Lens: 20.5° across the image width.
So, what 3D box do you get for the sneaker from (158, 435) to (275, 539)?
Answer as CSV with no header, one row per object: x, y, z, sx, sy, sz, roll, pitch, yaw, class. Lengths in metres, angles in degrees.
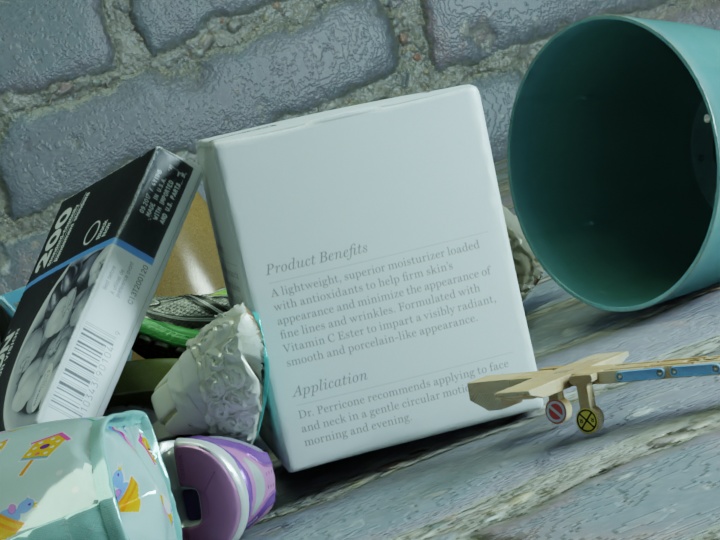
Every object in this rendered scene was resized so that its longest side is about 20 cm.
-0.129,0.135,1.151,0.198,0.081,0.088,-10,3,31,sneaker

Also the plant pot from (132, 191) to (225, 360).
-0.164,0.024,1.672,0.185,0.202,0.186,-20,5,2,plant pot

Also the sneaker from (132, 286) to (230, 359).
-0.078,0.032,1.420,0.198,0.086,0.078,1,-17,0,sneaker

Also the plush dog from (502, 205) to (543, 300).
0.035,0.003,1.593,0.172,0.161,0.200,-42,-3,21,plush dog

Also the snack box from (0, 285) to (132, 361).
-0.224,0.086,1.462,0.116,0.037,0.201,-24,-37,-41,snack box

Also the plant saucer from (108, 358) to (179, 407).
-0.163,0.098,1.399,0.198,0.031,0.200,-8,-17,-3,plant saucer

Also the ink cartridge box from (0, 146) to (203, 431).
-0.191,0.035,1.264,0.200,0.043,0.200,-26,39,56,ink cartridge box

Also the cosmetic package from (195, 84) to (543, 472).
0.000,0.000,1.239,0.163,0.202,0.165,-12,4,-8,cosmetic package

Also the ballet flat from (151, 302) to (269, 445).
-0.094,0.089,1.191,0.071,0.072,0.201,-21,-24,-19,ballet flat

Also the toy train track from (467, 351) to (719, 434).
0.148,0.067,1.075,0.198,0.033,0.114,-8,4,37,toy train track

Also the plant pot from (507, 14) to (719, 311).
0.229,-0.080,1.406,0.160,0.203,0.200,-7,-4,-39,plant pot

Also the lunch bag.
-0.175,0.143,0.965,0.169,0.123,0.200,-18,0,0,lunch bag

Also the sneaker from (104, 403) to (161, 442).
-0.196,0.151,1.317,0.198,0.075,0.087,-20,21,22,sneaker
